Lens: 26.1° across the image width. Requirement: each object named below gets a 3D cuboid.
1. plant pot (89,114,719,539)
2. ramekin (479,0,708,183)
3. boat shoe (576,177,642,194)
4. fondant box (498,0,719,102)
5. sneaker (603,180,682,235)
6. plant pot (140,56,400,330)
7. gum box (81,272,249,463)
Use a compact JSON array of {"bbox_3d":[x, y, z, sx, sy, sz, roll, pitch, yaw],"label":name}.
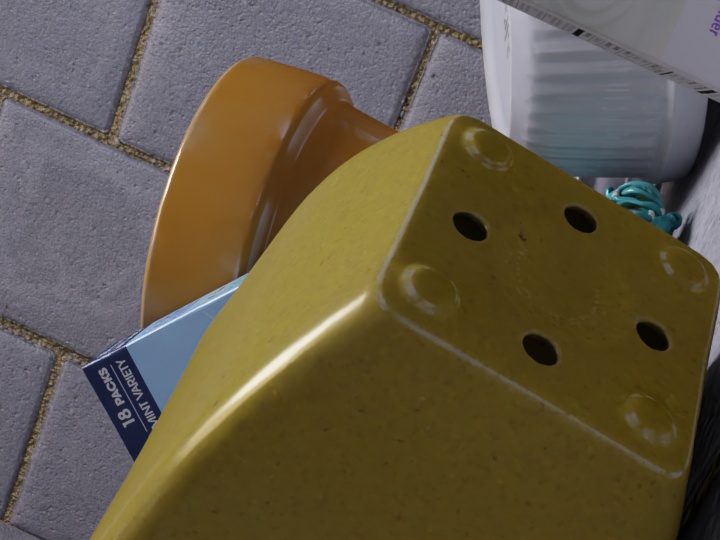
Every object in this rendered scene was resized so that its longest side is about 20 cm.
[{"bbox_3d":[0.029,0.065,0.574,0.201,0.193,0.196,-57,4,40],"label":"plant pot"},{"bbox_3d":[0.126,-0.147,0.888,0.200,0.104,0.203,-4,-90,-90],"label":"ramekin"},{"bbox_3d":[0.123,0.005,0.951,0.072,0.068,0.202,112,-178,-66],"label":"boat shoe"},{"bbox_3d":[0.119,-0.168,0.654,0.058,0.198,0.146,-65,-1,-84],"label":"fondant box"},{"bbox_3d":[0.127,-0.012,0.801,0.080,0.077,0.200,-57,-1,6],"label":"sneaker"},{"bbox_3d":[0.000,0.000,0.874,0.200,0.181,0.203,16,-90,-77],"label":"plant pot"},{"bbox_3d":[-0.014,0.076,0.772,0.198,0.171,0.045,-27,6,19],"label":"gum box"}]
